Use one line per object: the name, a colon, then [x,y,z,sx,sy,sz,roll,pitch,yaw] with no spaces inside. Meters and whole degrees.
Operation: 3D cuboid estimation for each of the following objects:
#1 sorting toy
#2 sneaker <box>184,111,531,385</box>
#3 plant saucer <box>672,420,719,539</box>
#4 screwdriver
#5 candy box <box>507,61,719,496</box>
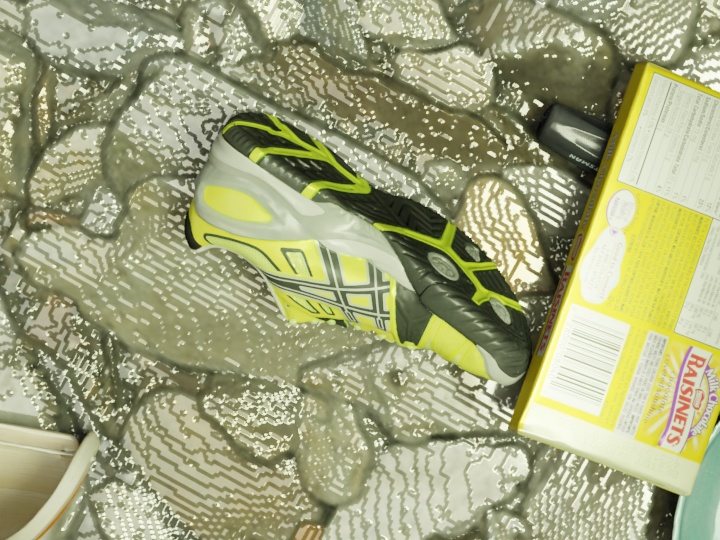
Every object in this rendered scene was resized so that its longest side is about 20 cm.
sorting toy: [-0.240,0.125,1.287,0.198,0.180,0.108,10,94,-3]
sneaker: [0.000,0.000,1.349,0.199,0.075,0.077,35,114,-2]
plant saucer: [0.261,0.142,1.379,0.198,0.036,0.202,0,96,-2]
screwdriver: [0.180,-0.033,1.372,0.199,0.028,0.029,30,123,-11]
candy box: [0.155,0.004,1.341,0.102,0.026,0.201,21,88,-16]
